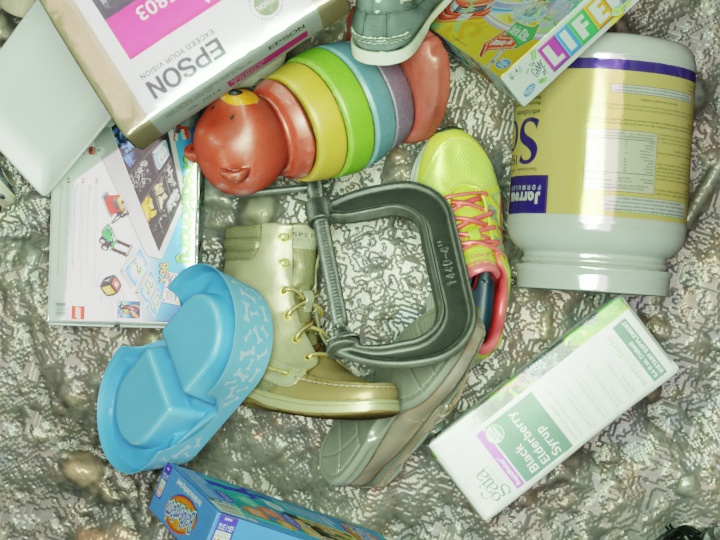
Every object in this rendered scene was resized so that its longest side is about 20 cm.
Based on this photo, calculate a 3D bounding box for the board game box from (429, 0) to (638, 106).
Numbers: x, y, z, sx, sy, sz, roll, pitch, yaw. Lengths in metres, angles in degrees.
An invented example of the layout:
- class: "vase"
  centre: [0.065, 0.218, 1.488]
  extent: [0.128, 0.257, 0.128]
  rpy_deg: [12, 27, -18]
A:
- class: "board game box"
  centre: [0.129, -0.214, 1.463]
  extent: [0.134, 0.200, 0.034]
  rpy_deg: [-43, 119, 0]

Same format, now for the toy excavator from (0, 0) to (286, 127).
- class: "toy excavator"
  centre: [-0.174, -0.206, 1.514]
  extent: [0.194, 0.200, 0.100]
  rpy_deg: [-14, 130, -34]

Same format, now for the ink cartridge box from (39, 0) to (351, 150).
- class: "ink cartridge box"
  centre: [-0.132, -0.214, 1.380]
  extent: [0.200, 0.075, 0.165]
  rpy_deg: [-34, 86, -1]

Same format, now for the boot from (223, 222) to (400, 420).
- class: "boot"
  centre: [-0.044, 0.039, 1.490]
  extent: [0.200, 0.073, 0.156]
  rpy_deg: [7, 85, 41]

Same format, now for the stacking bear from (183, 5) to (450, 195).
- class: "stacking bear"
  centre: [-0.042, -0.122, 1.465]
  extent: [0.200, 0.121, 0.114]
  rpy_deg: [-25, 130, -29]

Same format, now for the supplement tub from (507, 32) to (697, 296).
- class: "supplement tub"
  centre: [0.192, -0.082, 1.480]
  extent: [0.145, 0.145, 0.201]
  rpy_deg: [4, 89, 2]

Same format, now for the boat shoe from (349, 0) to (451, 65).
- class: "boat shoe"
  centre: [0.036, -0.238, 1.470]
  extent: [0.073, 0.200, 0.062]
  rpy_deg: [5, 128, 15]

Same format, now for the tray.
- class: "tray"
  centre: [-0.236, -0.159, 1.482]
  extent: [0.107, 0.022, 0.200]
  rpy_deg: [46, 124, 1]

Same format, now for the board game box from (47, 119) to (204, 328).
- class: "board game box"
  centre: [-0.195, -0.053, 1.547]
  extent: [0.126, 0.035, 0.201]
  rpy_deg: [2, 89, 3]

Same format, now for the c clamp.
- class: "c clamp"
  centre: [0.000, 0.000, 1.453]
  extent: [0.170, 0.027, 0.200]
  rpy_deg: [-13, 56, -7]

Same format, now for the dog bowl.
- class: "dog bowl"
  centre: [-0.140, 0.083, 1.490]
  extent: [0.200, 0.049, 0.112]
  rpy_deg: [-49, 48, 30]

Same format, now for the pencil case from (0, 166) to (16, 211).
- class: "pencil case"
  centre: [-0.382, -0.045, 1.527]
  extent: [0.200, 0.089, 0.078]
  rpy_deg: [-30, 88, 0]

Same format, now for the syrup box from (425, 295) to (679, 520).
- class: "syrup box"
  centre: [0.154, 0.112, 1.510]
  extent: [0.200, 0.081, 0.079]
  rpy_deg: [-38, 87, 0]

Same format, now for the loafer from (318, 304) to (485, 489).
- class: "loafer"
  centre: [0.043, 0.104, 1.494]
  extent: [0.063, 0.072, 0.200]
  rpy_deg: [19, 125, -33]

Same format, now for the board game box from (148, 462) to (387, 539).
- class: "board game box"
  centre: [-0.052, 0.217, 1.447]
  extent: [0.199, 0.152, 0.045]
  rpy_deg: [21, 91, -22]

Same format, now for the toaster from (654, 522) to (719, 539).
- class: "toaster"
  centre: [0.223, 0.289, 1.448]
  extent: [0.181, 0.200, 0.119]
  rpy_deg: [-33, 84, 0]

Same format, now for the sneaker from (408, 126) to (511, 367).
- class: "sneaker"
  centre: [0.091, -0.019, 1.504]
  extent: [0.078, 0.090, 0.201]
  rpy_deg: [-7, 91, -12]
